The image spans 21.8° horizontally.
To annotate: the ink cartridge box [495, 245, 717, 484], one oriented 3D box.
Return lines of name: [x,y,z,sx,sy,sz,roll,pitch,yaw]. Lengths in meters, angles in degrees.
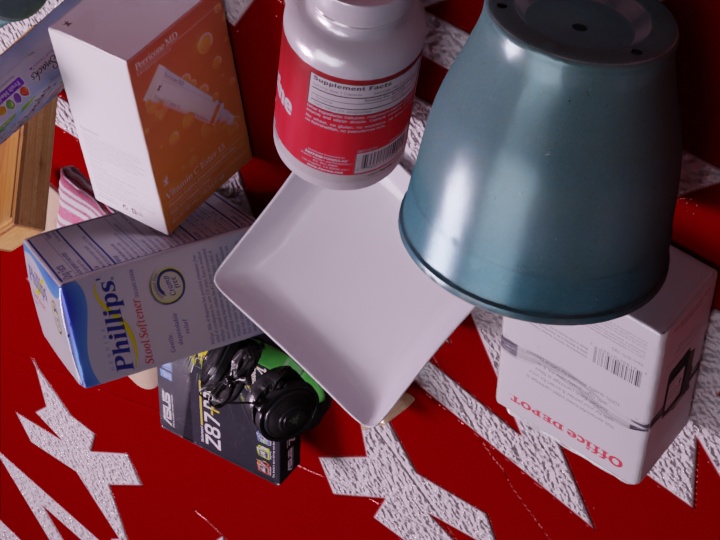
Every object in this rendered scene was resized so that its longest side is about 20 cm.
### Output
ink cartridge box: [0.192,0.056,1.487,0.144,0.083,0.201,31,146,24]

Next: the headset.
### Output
headset: [-0.091,0.096,1.752,0.123,0.200,0.094,36,107,13]

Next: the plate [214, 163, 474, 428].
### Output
plate: [0.000,0.000,1.616,0.199,0.032,0.200,42,109,9]

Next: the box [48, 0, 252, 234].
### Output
box: [-0.183,-0.156,1.661,0.097,0.124,0.201,25,144,30]

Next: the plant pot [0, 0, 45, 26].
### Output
plant pot: [-0.382,-0.289,1.688,0.186,0.201,0.201,1,129,33]

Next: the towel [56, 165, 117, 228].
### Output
towel: [-0.270,0.001,1.932,0.146,0.030,0.201,43,144,22]

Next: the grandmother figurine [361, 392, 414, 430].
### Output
grandmother figurine: [-0.034,0.059,1.796,0.201,0.061,0.121,54,144,-8]

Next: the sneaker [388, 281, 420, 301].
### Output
sneaker: [-0.002,0.004,1.692,0.199,0.074,0.085,23,129,27]

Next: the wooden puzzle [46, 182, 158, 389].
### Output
wooden puzzle: [-0.280,0.009,2.020,0.199,0.046,0.187,34,140,31]

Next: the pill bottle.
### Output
pill bottle: [-0.008,-0.165,1.449,0.112,0.112,0.201,35,147,18]

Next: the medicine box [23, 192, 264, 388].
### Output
medicine box: [-0.194,0.011,1.729,0.182,0.198,0.104,-146,42,-66]

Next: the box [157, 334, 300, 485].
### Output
box: [-0.138,0.115,1.956,0.160,0.049,0.201,25,137,22]

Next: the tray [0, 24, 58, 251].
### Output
tray: [-0.333,-0.129,1.828,0.037,0.202,0.098,10,164,-28]

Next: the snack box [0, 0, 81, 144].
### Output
snack box: [-0.301,-0.178,1.704,0.053,0.200,0.142,46,149,-5]

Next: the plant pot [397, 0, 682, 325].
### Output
plant pot: [0.136,-0.099,1.292,0.199,0.200,0.190,29,130,26]
